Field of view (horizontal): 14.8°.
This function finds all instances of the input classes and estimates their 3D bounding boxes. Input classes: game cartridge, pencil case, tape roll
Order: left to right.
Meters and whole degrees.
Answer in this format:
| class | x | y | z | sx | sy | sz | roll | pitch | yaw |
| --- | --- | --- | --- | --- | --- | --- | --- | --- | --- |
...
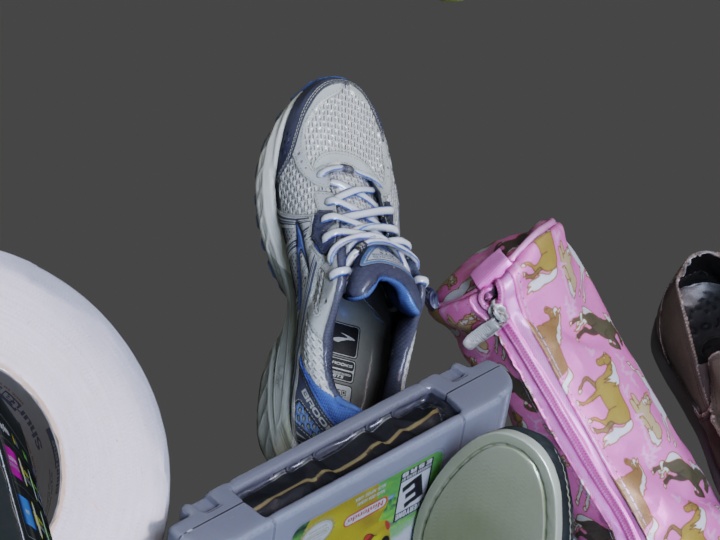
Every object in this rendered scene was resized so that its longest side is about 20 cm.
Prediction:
| class | x | y | z | sx | sy | sz | roll | pitch | yaw |
| --- | --- | --- | --- | --- | --- | --- | --- | --- | --- |
| tape roll | -0.186 | 0.092 | 1.198 | 0.199 | 0.066 | 0.201 | 6 | 74 | -20 |
| game cartridge | -0.013 | 0.130 | 1.257 | 0.200 | 0.134 | 0.040 | -26 | 52 | -37 |
| pencil case | 0.111 | 0.076 | 1.361 | 0.086 | 0.083 | 0.201 | -33 | 94 | -31 |

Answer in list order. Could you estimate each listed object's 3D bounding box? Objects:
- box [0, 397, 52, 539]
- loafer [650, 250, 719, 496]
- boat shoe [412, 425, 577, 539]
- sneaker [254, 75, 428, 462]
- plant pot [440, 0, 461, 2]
| class | x | y | z | sx | sy | sz | roll | pitch | yaw |
| --- | --- | --- | --- | --- | --- | --- | --- | --- | --- |
| box | -0.180 | 0.156 | 1.048 | 0.148 | 0.124 | 0.201 | -17 | 75 | -3 |
| loafer | 0.196 | 0.064 | 1.358 | 0.073 | 0.071 | 0.200 | -23 | 45 | -13 |
| boat shoe | 0.070 | 0.145 | 1.280 | 0.066 | 0.074 | 0.200 | -33 | 137 | -44 |
| sneaker | 0.000 | 0.000 | 1.320 | 0.077 | 0.085 | 0.201 | 5 | 74 | -27 |
| plant pot | 0.038 | -0.242 | 1.357 | 0.184 | 0.200 | 0.201 | 51 | 60 | -20 |
